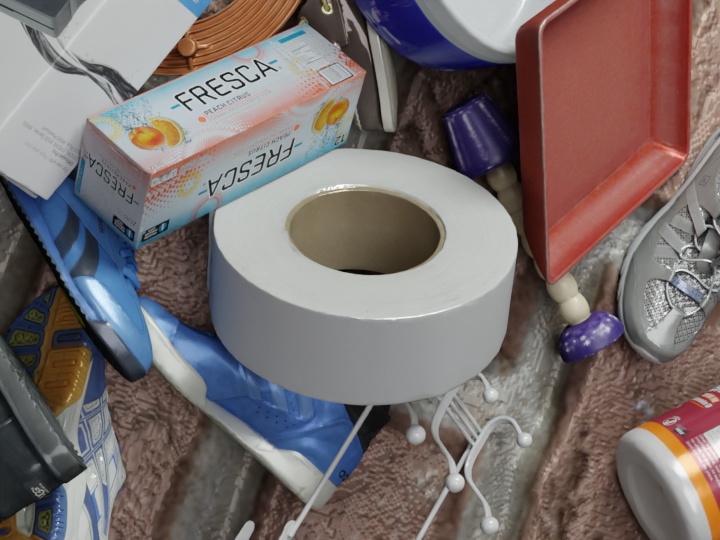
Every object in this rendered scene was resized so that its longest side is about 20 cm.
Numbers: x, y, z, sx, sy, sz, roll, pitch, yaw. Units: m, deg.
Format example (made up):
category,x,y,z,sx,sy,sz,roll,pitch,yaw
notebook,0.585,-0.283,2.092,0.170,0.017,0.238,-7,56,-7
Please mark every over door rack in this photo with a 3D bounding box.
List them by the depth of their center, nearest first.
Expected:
category,x,y,z,sx,sy,sz,roll,pitch,yaw
over door rack,0.029,0.153,1.264,0.200,0.067,0.148,-49,138,-11

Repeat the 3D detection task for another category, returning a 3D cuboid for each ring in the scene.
category,x,y,z,sx,sy,sz,roll,pitch,yaw
ring,-0.127,-0.231,1.243,0.200,0.019,0.201,0,92,4

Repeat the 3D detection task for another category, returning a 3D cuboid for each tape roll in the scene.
category,x,y,z,sx,sy,sz,roll,pitch,yaw
tape roll,0.000,0.000,1.219,0.202,0.203,0.071,-7,127,-16

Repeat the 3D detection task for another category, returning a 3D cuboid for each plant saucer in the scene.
category,x,y,z,sx,sy,sz,roll,pitch,yaw
plant saucer,0.165,-0.122,1.281,0.200,0.037,0.200,-40,136,-40

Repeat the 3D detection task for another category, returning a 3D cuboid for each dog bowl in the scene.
category,x,y,z,sx,sy,sz,roll,pitch,yaw
dog bowl,0.078,-0.238,1.264,0.200,0.079,0.201,4,84,-42

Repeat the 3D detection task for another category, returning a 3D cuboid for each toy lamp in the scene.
category,x,y,z,sx,sy,sz,roll,pitch,yaw
toy lamp,0.121,-0.033,1.329,0.058,0.058,0.200,-34,100,-13

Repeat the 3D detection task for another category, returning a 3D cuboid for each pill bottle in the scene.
category,x,y,z,sx,sy,sz,roll,pitch,yaw
pill bottle,0.295,0.127,1.352,0.200,0.110,0.110,-25,97,-15

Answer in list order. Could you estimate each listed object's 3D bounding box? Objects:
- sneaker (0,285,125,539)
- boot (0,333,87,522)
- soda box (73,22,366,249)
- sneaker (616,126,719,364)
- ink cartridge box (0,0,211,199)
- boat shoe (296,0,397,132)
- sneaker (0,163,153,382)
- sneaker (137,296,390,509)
category,x,y,z,sx,sy,sz,roll,pitch,yaw
sneaker,-0.197,0.112,1.239,0.088,0.075,0.201,33,58,-56
boot,-0.294,0.122,1.168,0.200,0.066,0.165,-36,56,-4
soda box,-0.089,-0.091,1.210,0.064,0.069,0.200,40,46,23
sneaker,0.252,-0.026,1.352,0.075,0.082,0.200,28,83,-14
ink cartridge box,-0.197,-0.168,1.169,0.145,0.084,0.200,40,92,30
boat shoe,-0.017,-0.190,1.283,0.059,0.072,0.201,-12,100,5
sneaker,-0.171,-0.023,1.205,0.078,0.066,0.200,-27,67,-12
sneaker,-0.065,0.060,1.264,0.200,0.077,0.111,43,83,-15
